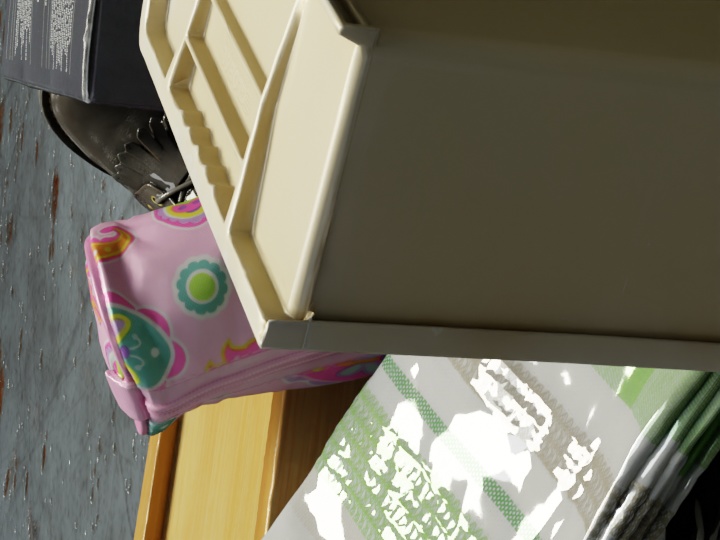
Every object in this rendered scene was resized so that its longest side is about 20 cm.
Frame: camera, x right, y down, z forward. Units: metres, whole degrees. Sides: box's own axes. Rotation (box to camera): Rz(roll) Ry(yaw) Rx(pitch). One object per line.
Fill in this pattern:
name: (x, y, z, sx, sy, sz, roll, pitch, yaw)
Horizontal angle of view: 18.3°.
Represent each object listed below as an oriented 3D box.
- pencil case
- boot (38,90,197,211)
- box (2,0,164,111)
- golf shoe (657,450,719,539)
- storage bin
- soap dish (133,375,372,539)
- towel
pencil case: (0.000, 0.000, 0.827, 0.087, 0.200, 0.088, 167, 90, -87)
boot: (-0.061, -0.023, 1.059, 0.069, 0.200, 0.174, -50, 23, 10)
box: (-0.033, -0.115, 0.923, 0.182, 0.200, 0.104, -160, 74, -71)
golf shoe: (0.080, 0.087, 0.770, 0.092, 0.073, 0.200, -115, 33, -50)
storage bin: (0.051, -0.063, 0.674, 0.199, 0.200, 0.094, -117, 36, -55)
soap dish: (-0.035, 0.111, 0.910, 0.157, 0.081, 0.200, -28, 49, 55)
towel: (0.034, 0.069, 0.731, 0.200, 0.031, 0.149, -58, 39, 13)
